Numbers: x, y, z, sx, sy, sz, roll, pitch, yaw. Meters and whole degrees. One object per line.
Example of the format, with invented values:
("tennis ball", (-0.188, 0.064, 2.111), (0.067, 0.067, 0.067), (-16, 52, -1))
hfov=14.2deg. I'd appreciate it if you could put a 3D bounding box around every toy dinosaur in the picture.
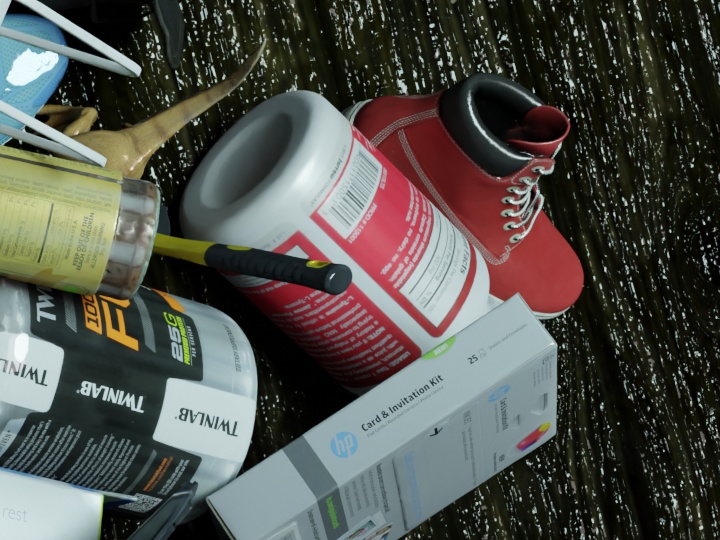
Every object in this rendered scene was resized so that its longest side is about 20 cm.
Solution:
("toy dinosaur", (-0.129, -0.061, 1.539), (0.200, 0.106, 0.060), (-35, 116, 1))

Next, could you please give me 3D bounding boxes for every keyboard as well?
("keyboard", (-0.149, 0.181, 1.430), (0.021, 0.200, 0.127), (44, 51, 3))

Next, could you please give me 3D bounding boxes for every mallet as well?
("mallet", (-0.089, -0.006, 1.518), (0.066, 0.200, 0.041), (-20, 112, -35))

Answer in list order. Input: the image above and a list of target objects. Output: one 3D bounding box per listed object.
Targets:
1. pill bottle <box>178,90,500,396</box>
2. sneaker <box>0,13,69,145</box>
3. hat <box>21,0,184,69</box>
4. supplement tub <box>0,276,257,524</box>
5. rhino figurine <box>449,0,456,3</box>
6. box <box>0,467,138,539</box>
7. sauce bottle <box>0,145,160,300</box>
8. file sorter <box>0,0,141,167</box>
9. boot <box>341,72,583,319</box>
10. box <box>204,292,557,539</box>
("pill bottle", (0.000, 0.000, 1.648), (0.200, 0.112, 0.112), (44, 56, -27))
("sneaker", (-0.222, -0.086, 1.482), (0.200, 0.090, 0.079), (-26, 99, -41))
("hat", (-0.156, -0.183, 1.543), (0.081, 0.201, 0.201), (-20, 97, 1))
("supplement tub", (-0.162, 0.056, 1.487), (0.200, 0.122, 0.123), (17, 71, -39))
("rhino figurine", (0.007, -0.246, 1.737), (0.087, 0.060, 0.200), (-39, 110, -25))
("box", (-0.223, 0.122, 1.419), (0.200, 0.122, 0.048), (18, 66, -38))
("sauce bottle", (-0.200, -0.035, 1.402), (0.200, 0.065, 0.065), (13, 71, -12))
("file sorter", (-0.158, -0.167, 1.358), (0.139, 0.124, 0.200), (29, 80, -57))
("boot", (0.096, -0.042, 1.721), (0.200, 0.144, 0.073), (39, 57, -31))
("box", (0.016, 0.105, 1.566), (0.200, 0.156, 0.041), (-32, 70, -8))
